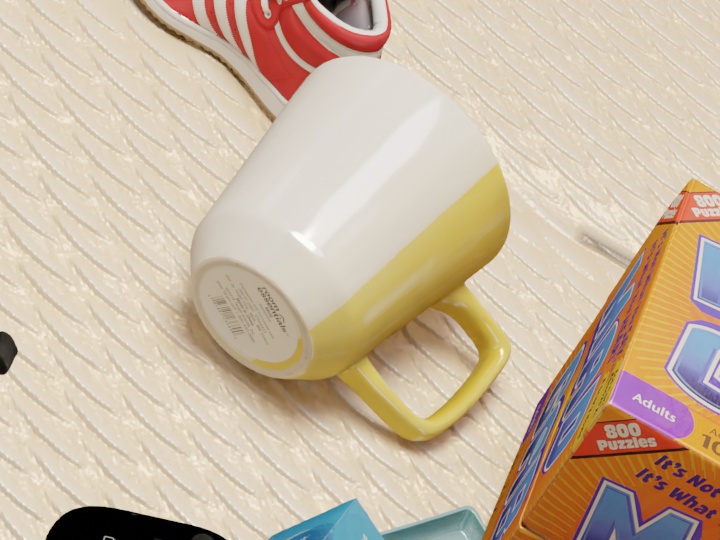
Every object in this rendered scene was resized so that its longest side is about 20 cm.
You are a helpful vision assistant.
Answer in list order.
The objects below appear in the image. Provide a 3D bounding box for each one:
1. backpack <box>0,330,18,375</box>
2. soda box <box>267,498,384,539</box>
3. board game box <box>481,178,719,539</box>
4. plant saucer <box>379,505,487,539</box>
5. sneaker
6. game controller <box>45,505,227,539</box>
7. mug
[{"bbox_3d":[-0.295,0.063,1.384,0.199,0.155,0.190,-4,27,-36],"label":"backpack"},{"bbox_3d":[-0.044,0.195,1.414,0.068,0.064,0.200,57,32,-9],"label":"soda box"},{"bbox_3d":[0.194,0.120,1.524,0.199,0.200,0.200,29,41,-2],"label":"board game box"},{"bbox_3d":[0.080,0.215,1.529,0.070,0.019,0.200,-13,56,-33],"label":"plant saucer"},{"bbox_3d":[-0.061,-0.177,1.750,0.200,0.113,0.071,42,46,15],"label":"sneaker"},{"bbox_3d":[-0.121,0.202,1.430,0.104,0.042,0.201,18,44,-9],"label":"game controller"},{"bbox_3d":[-0.003,-0.008,1.610,0.186,0.150,0.153,33,52,16],"label":"mug"}]
